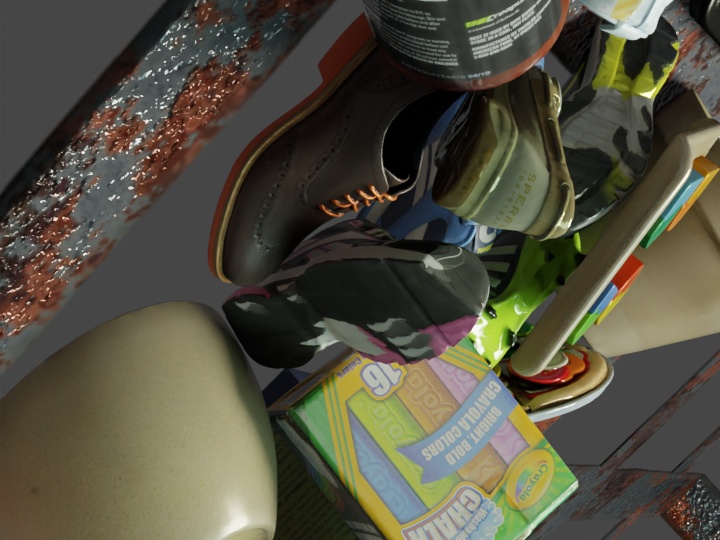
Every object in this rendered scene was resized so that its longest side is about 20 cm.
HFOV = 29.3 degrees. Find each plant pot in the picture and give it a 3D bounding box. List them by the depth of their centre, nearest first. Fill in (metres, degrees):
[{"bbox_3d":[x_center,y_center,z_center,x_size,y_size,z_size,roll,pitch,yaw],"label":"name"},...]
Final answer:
[{"bbox_3d":[-0.128,0.137,0.858,0.200,0.135,0.201,-34,155,-18],"label":"plant pot"},{"bbox_3d":[0.249,-0.018,1.133,0.173,0.201,0.200,-31,160,17],"label":"plant pot"}]

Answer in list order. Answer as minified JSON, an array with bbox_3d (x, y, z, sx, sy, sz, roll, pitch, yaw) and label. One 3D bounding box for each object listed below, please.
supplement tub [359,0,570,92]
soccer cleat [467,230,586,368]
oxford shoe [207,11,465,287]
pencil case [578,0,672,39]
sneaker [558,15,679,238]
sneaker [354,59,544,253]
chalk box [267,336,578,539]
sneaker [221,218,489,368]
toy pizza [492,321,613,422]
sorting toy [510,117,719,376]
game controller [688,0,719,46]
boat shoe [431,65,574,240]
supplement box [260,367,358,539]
[{"bbox_3d":[0.037,-0.170,0.617,0.107,0.107,0.200,-39,156,-5],"label":"supplement tub"},{"bbox_3d":[0.088,0.023,1.038,0.200,0.081,0.068,-40,120,-29],"label":"soccer cleat"},{"bbox_3d":[-0.015,-0.056,0.773,0.200,0.073,0.071,-52,154,23],"label":"oxford shoe"},{"bbox_3d":[0.188,-0.228,0.769,0.200,0.091,0.083,-51,155,23],"label":"pencil case"},{"bbox_3d":[0.156,-0.088,0.920,0.200,0.074,0.085,-57,175,-31],"label":"sneaker"},{"bbox_3d":[0.070,-0.062,0.886,0.074,0.082,0.200,-12,141,-46],"label":"sneaker"},{"bbox_3d":[0.050,0.133,0.895,0.124,0.200,0.124,-39,-178,-13],"label":"chalk box"},{"bbox_3d":[0.000,0.000,0.825,0.086,0.199,0.081,-52,121,-33],"label":"sneaker"},{"bbox_3d":[0.097,0.075,1.079,0.200,0.200,0.032,-19,109,-42],"label":"toy pizza"},{"bbox_3d":[0.184,-0.017,0.944,0.186,0.036,0.200,-56,171,20],"label":"sorting toy"},{"bbox_3d":[0.303,-0.211,1.036,0.104,0.042,0.200,-48,156,15],"label":"game controller"},{"bbox_3d":[0.082,-0.069,0.737,0.073,0.063,0.201,-60,-175,19],"label":"boat shoe"},{"bbox_3d":[-0.038,0.220,1.056,0.200,0.200,0.134,-46,156,9],"label":"supplement box"}]
